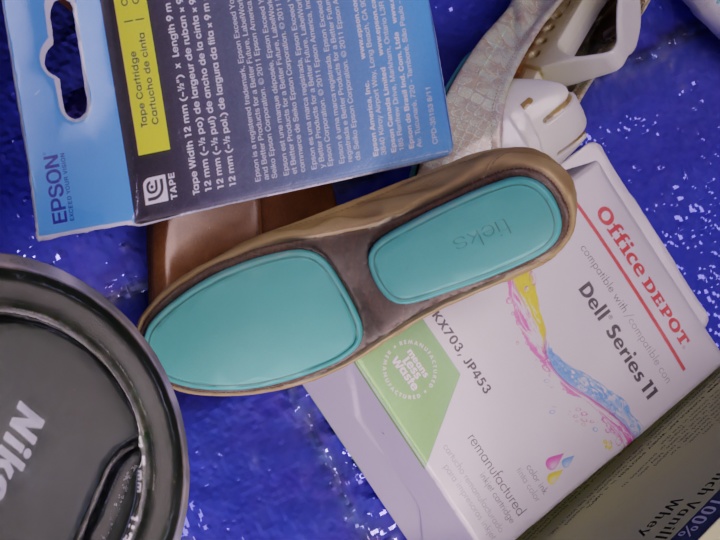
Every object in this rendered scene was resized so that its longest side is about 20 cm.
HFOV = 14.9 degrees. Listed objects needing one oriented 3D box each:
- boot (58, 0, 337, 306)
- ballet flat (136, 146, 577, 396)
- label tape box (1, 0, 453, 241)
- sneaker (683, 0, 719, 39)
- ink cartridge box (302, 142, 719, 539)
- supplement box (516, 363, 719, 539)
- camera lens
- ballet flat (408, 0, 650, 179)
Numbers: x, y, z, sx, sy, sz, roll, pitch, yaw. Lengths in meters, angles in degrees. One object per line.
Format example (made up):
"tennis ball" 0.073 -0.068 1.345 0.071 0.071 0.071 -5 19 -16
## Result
"boot" -0.096 -0.068 1.205 0.188 0.068 0.200 -5 93 -33
"ballet flat" 0.000 0.000 1.180 0.200 0.063 0.069 -19 109 9
"label tape box" -0.067 -0.100 1.146 0.200 0.066 0.144 -13 99 -30
"sneaker" 0.221 -0.197 1.361 0.080 0.070 0.201 33 70 -16
"ink cartridge box" 0.083 0.031 1.260 0.200 0.067 0.117 -38 99 -25
"supplement box" 0.166 0.141 1.210 0.200 0.200 0.134 -41 101 -25
"camera lens" -0.167 0.082 1.055 0.160 0.200 0.160 4 80 -25
"ballet flat" 0.083 -0.088 1.253 0.200 0.062 0.068 -62 140 -34
